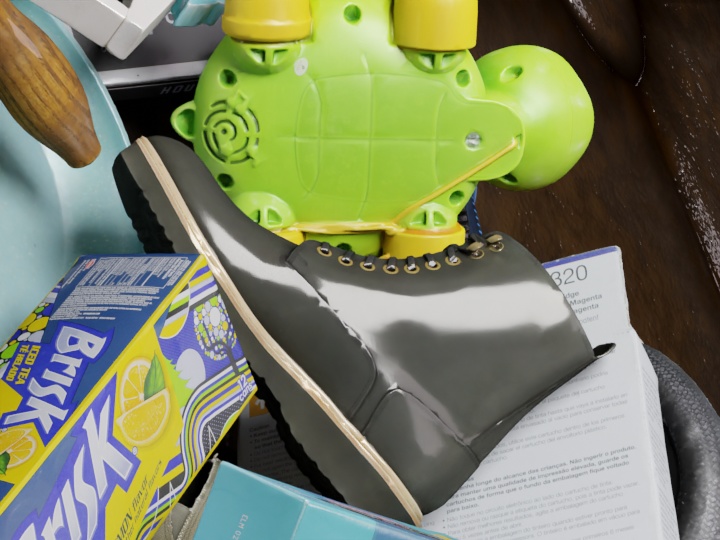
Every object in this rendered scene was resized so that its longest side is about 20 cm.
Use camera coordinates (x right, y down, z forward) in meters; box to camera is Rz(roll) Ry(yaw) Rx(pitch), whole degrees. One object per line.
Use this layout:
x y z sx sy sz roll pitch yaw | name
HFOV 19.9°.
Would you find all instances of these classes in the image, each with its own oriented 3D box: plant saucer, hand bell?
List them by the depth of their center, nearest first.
-0.159 -0.118 0.814 0.105 0.103 0.201 -80 150 -46 | hand bell
-0.165 -0.045 0.845 0.200 0.036 0.201 40 37 -38 | plant saucer

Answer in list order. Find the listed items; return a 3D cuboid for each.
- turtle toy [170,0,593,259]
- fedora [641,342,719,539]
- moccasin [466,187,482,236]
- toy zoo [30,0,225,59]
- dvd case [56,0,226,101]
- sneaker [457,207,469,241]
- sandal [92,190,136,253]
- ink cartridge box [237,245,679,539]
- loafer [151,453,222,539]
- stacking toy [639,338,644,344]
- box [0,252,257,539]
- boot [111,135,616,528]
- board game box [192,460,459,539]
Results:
0.012 -0.068 0.942 0.101 0.198 0.147 -118 -149 -74 | turtle toy
0.086 0.128 0.956 0.092 0.199 0.202 49 29 -54 | fedora
0.031 -0.091 1.177 0.080 0.068 0.201 -14 81 -61 | moccasin
-0.145 -0.166 0.902 0.199 0.020 0.132 32 31 -15 | toy zoo
-0.077 -0.159 0.998 0.199 0.025 0.151 -9 74 -31 | dvd case
0.002 -0.046 1.065 0.060 0.104 0.201 -3 65 -20 | sneaker
-0.051 -0.006 0.992 0.202 0.050 0.083 18 53 -54 | sandal
0.040 0.104 0.907 0.043 0.195 0.201 52 29 -50 | ink cartridge box
-0.091 0.131 0.810 0.070 0.075 0.200 50 28 5 | loafer
0.044 0.073 1.042 0.199 0.146 0.147 16 53 -35 | stacking toy
-0.115 0.076 0.758 0.200 0.064 0.070 -54 134 -47 | box
0.000 0.000 0.876 0.201 0.138 0.077 54 -11 -5 | boot
-0.027 0.187 0.771 0.151 0.047 0.201 25 85 -51 | board game box
